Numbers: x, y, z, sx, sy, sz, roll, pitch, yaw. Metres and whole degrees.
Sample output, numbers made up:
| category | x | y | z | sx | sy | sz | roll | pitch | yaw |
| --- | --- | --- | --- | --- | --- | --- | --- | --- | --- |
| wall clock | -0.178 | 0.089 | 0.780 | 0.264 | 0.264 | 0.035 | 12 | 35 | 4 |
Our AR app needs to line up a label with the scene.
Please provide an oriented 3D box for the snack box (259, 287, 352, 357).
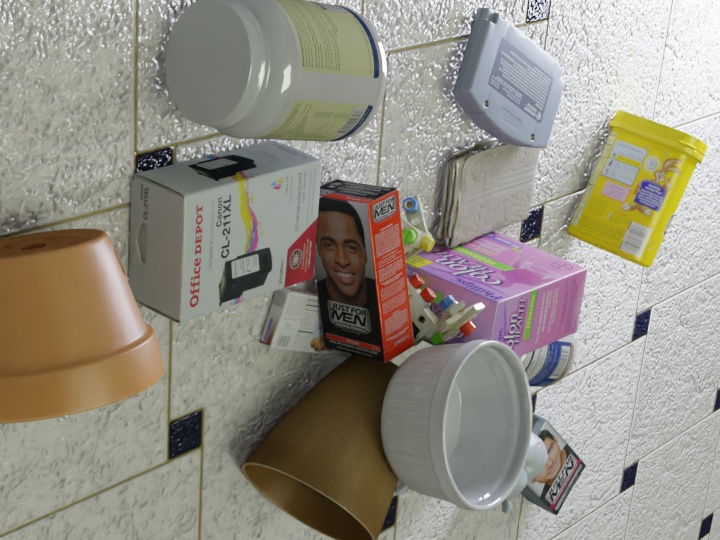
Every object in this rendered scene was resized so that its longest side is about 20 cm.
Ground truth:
| category | x | y | z | sx | sy | sz | roll | pitch | yaw |
| --- | --- | --- | --- | --- | --- | --- | --- | --- | --- |
| snack box | -0.042 | 0.067 | 1.689 | 0.200 | 0.024 | 0.072 | 11 | 99 | -52 |

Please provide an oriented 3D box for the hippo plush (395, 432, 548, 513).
| category | x | y | z | sx | sy | sz | roll | pitch | yaw |
| --- | --- | --- | --- | --- | --- | --- | --- | --- | --- |
| hippo plush | 0.175 | 0.243 | 1.933 | 0.200 | 0.160 | 0.160 | -26 | 127 | -41 |

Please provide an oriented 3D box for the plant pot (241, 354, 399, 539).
| category | x | y | z | sx | sy | sz | roll | pitch | yaw |
| --- | --- | --- | --- | --- | --- | --- | --- | --- | --- |
| plant pot | -0.016 | 0.206 | 1.680 | 0.200 | 0.186 | 0.187 | -59 | 143 | -22 |

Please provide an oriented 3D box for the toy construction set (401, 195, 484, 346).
| category | x | y | z | sx | sy | sz | roll | pitch | yaw |
| --- | --- | --- | --- | --- | --- | --- | --- | --- | --- |
| toy construction set | 0.071 | 0.016 | 1.678 | 0.131 | 0.200 | 0.092 | -41 | 151 | 13 |

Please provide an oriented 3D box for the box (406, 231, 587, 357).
| category | x | y | z | sx | sy | sz | roll | pitch | yaw |
| --- | --- | --- | --- | --- | --- | --- | --- | --- | --- |
| box | 0.166 | 0.033 | 1.799 | 0.200 | 0.176 | 0.097 | -18 | 123 | -44 |

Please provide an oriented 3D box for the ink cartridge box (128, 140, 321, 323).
| category | x | y | z | sx | sy | sz | roll | pitch | yaw |
| --- | --- | --- | --- | --- | --- | --- | --- | --- | --- |
| ink cartridge box | -0.142 | -0.043 | 1.461 | 0.200 | 0.083 | 0.146 | -20 | 124 | -44 |

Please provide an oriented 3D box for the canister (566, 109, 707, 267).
| category | x | y | z | sx | sy | sz | roll | pitch | yaw |
| --- | --- | --- | --- | --- | --- | --- | --- | --- | --- |
| canister | 0.409 | -0.121 | 2.041 | 0.086 | 0.148 | 0.201 | 20 | 95 | -53 |

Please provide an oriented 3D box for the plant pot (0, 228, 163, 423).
| category | x | y | z | sx | sy | sz | roll | pitch | yaw |
| --- | --- | --- | --- | --- | --- | --- | --- | --- | --- |
| plant pot | -0.289 | 0.043 | 1.255 | 0.200 | 0.200 | 0.141 | -19 | 107 | -44 |

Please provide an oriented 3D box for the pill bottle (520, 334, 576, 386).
| category | x | y | z | sx | sy | sz | roll | pitch | yaw |
| --- | --- | --- | --- | --- | --- | --- | --- | --- | --- |
| pill bottle | 0.215 | 0.108 | 1.952 | 0.200 | 0.111 | 0.111 | 11 | 100 | -52 |

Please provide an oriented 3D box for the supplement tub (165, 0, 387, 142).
| category | x | y | z | sx | sy | sz | roll | pitch | yaw |
| --- | --- | --- | --- | --- | --- | --- | --- | --- | --- |
| supplement tub | -0.084 | -0.206 | 1.394 | 0.200 | 0.145 | 0.146 | -4 | 112 | -50 |

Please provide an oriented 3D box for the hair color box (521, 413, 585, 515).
| category | x | y | z | sx | sy | sz | roll | pitch | yaw |
| --- | --- | --- | --- | --- | --- | --- | --- | --- | --- |
| hair color box | 0.282 | 0.305 | 2.181 | 0.099 | 0.061 | 0.200 | -57 | 141 | -11 |

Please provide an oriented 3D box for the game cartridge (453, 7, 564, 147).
| category | x | y | z | sx | sy | sz | roll | pitch | yaw |
| --- | --- | --- | --- | --- | --- | --- | --- | --- | --- |
| game cartridge | 0.194 | -0.239 | 1.780 | 0.200 | 0.041 | 0.134 | 27 | 81 | -49 |

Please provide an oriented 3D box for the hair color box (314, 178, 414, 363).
| category | x | y | z | sx | sy | sz | roll | pitch | yaw |
| --- | --- | --- | --- | --- | --- | --- | --- | --- | --- |
| hair color box | 0.000 | 0.000 | 1.617 | 0.061 | 0.101 | 0.201 | -27 | 118 | -43 |

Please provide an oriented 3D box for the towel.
| category | x | y | z | sx | sy | sz | roll | pitch | yaw |
| --- | --- | --- | --- | --- | --- | --- | --- | --- | --- |
| towel | 0.174 | -0.112 | 1.852 | 0.200 | 0.034 | 0.133 | -19 | 123 | -46 |

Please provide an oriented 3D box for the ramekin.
| category | x | y | z | sx | sy | sz | roll | pitch | yaw |
| --- | --- | --- | --- | --- | --- | --- | --- | --- | --- |
| ramekin | 0.111 | 0.181 | 1.635 | 0.200 | 0.105 | 0.201 | 0 | 90 | -52 |
